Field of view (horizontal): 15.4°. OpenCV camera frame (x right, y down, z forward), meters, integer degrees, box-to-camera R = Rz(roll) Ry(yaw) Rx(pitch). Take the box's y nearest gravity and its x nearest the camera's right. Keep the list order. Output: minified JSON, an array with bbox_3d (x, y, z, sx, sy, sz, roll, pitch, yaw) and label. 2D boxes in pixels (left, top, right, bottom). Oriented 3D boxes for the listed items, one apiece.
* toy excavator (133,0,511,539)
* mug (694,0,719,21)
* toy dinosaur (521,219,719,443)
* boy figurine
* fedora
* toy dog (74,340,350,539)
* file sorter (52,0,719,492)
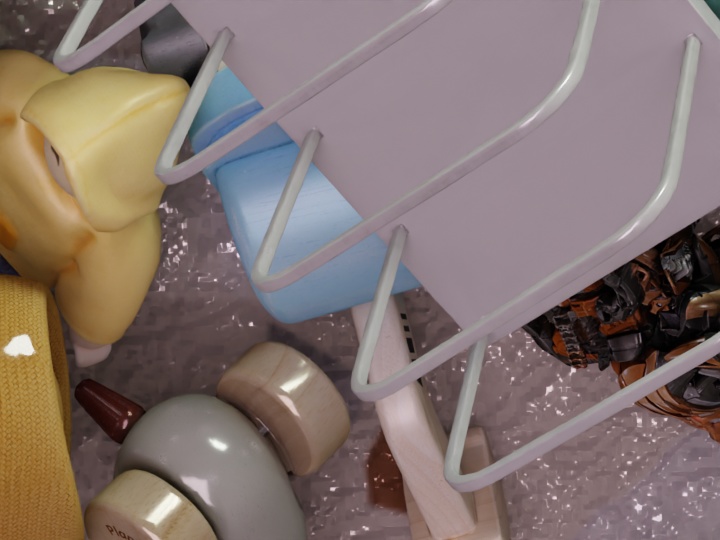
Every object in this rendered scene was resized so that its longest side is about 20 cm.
[{"bbox_3d":[0.000,0.000,0.981,0.100,0.194,0.200,-15,69,8],"label":"toy excavator"},{"bbox_3d":[0.106,-0.169,0.906,0.152,0.114,0.185,-21,83,9],"label":"mug"},{"bbox_3d":[0.129,0.009,0.984,0.200,0.102,0.136,24,140,-37],"label":"toy dinosaur"},{"bbox_3d":[-0.118,-0.023,0.962,0.064,0.200,0.124,-31,97,-33],"label":"boy figurine"},{"bbox_3d":[-0.139,0.060,0.919,0.082,0.201,0.201,-3,99,-8],"label":"fedora"},{"bbox_3d":[-0.061,0.108,0.997,0.096,0.132,0.200,30,127,34],"label":"toy dog"},{"bbox_3d":[0.024,-0.050,0.827,0.139,0.125,0.200,-32,111,26],"label":"file sorter"}]
